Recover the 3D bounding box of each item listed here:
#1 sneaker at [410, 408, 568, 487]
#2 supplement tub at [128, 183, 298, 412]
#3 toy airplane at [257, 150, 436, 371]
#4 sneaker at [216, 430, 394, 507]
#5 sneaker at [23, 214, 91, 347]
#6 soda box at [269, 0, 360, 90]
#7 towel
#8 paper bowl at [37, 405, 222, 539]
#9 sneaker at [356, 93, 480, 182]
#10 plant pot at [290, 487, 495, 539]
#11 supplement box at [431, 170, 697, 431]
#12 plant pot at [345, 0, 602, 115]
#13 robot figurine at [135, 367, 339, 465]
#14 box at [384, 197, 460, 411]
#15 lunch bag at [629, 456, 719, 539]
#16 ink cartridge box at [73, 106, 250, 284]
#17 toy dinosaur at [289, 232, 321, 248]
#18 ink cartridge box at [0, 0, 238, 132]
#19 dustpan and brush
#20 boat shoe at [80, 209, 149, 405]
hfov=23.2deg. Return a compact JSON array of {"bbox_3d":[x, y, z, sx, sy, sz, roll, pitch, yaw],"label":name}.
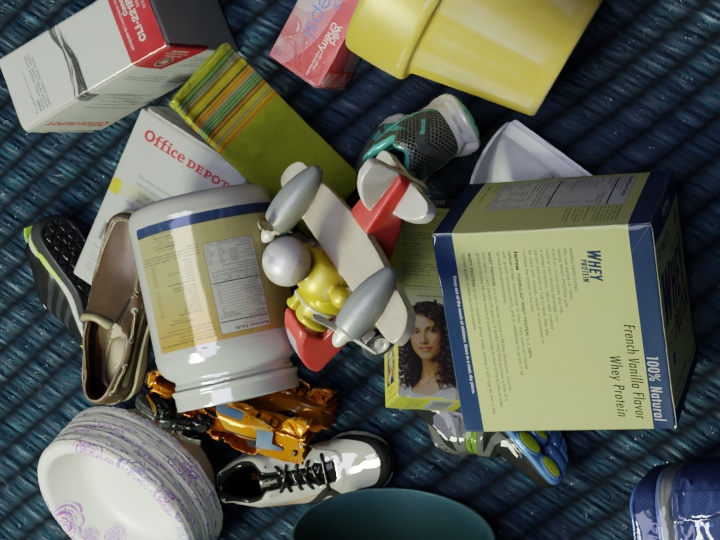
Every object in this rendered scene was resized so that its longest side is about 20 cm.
[{"bbox_3d":[0.119,0.153,1.726,0.199,0.071,0.083,31,122,21],"label":"sneaker"},{"bbox_3d":[-0.138,0.027,1.695,0.143,0.144,0.202,-13,87,26],"label":"supplement tub"},{"bbox_3d":[-0.020,-0.016,1.585,0.200,0.140,0.201,-17,74,59],"label":"toy airplane"},{"bbox_3d":[-0.059,0.214,1.807,0.199,0.080,0.074,-13,88,25],"label":"sneaker"},{"bbox_3d":[-0.308,0.031,1.927,0.083,0.071,0.201,-38,78,50],"label":"sneaker"},{"bbox_3d":[-0.009,-0.281,1.736,0.070,0.063,0.201,35,109,18],"label":"soda box"},{"bbox_3d":[-0.092,-0.130,1.750,0.200,0.018,0.086,44,81,-14],"label":"towel"},{"bbox_3d":[-0.234,0.228,1.853,0.199,0.104,0.202,20,135,21],"label":"paper bowl"},{"bbox_3d":[0.031,-0.108,1.682,0.078,0.091,0.200,58,152,1],"label":"sneaker"},{"bbox_3d":[0.030,0.332,1.719,0.199,0.200,0.162,12,114,24],"label":"plant pot"},{"bbox_3d":[0.190,0.029,1.596,0.198,0.134,0.202,-3,112,20],"label":"supplement box"},{"bbox_3d":[0.115,-0.247,1.620,0.188,0.201,0.202,30,108,3],"label":"plant pot"},{"bbox_3d":[-0.130,0.132,1.801,0.199,0.145,0.059,18,117,13],"label":"robot figurine"},{"bbox_3d":[0.062,0.030,1.673,0.075,0.050,0.202,3,72,-15],"label":"box"},{"bbox_3d":[0.318,0.273,1.597,0.131,0.136,0.202,-8,93,27],"label":"lunch bag"},{"bbox_3d":[-0.191,-0.052,1.838,0.145,0.083,0.201,32,109,18],"label":"ink cartridge box"},{"bbox_3d":[0.000,0.000,1.732,0.135,0.086,0.201,-21,89,-4],"label":"toy dinosaur"},{"bbox_3d":[-0.251,-0.221,1.815,0.199,0.144,0.084,-26,83,25],"label":"ink cartridge box"},{"bbox_3d":[0.143,-0.025,1.689,0.139,0.057,0.201,37,125,12],"label":"dustpan and brush"},{"bbox_3d":[-0.249,0.042,1.789,0.074,0.075,0.204,9,102,23],"label":"boat shoe"}]
